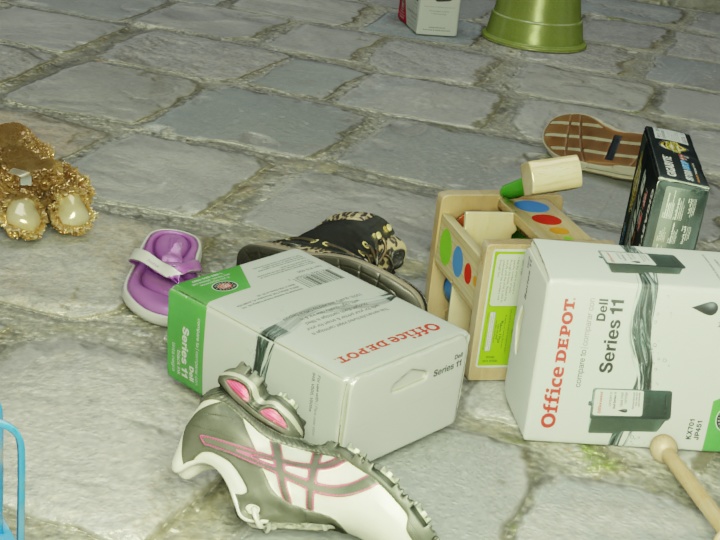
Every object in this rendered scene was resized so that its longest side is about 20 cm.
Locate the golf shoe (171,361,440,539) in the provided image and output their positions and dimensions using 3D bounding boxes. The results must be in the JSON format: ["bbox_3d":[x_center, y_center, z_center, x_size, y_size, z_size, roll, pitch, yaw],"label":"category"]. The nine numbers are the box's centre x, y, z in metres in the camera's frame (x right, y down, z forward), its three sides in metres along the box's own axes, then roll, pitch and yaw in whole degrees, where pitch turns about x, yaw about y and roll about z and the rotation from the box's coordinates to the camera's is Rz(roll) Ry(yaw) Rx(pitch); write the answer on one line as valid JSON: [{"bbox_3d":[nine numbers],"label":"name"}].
[{"bbox_3d":[-0.035,0.151,0.923,0.199,0.077,0.088,33,73,20],"label":"golf shoe"}]

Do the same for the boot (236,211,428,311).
[{"bbox_3d":[0.000,0.000,1.293,0.198,0.074,0.150,12,22,29],"label":"boot"}]

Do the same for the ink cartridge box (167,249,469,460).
[{"bbox_3d":[-0.035,0.066,1.075,0.199,0.084,0.146,25,29,38],"label":"ink cartridge box"}]

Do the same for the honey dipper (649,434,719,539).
[{"bbox_3d":[0.250,0.169,0.987,0.037,0.038,0.200,2,21,-10],"label":"honey dipper"}]

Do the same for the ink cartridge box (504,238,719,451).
[{"bbox_3d":[0.226,0.062,1.098,0.197,0.149,0.083,3,23,-5],"label":"ink cartridge box"}]

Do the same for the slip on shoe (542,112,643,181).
[{"bbox_3d":[0.328,-0.154,1.784,0.198,0.077,0.061,14,-18,40],"label":"slip on shoe"}]

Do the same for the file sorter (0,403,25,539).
[{"bbox_3d":[-0.300,0.113,0.855,0.137,0.124,0.200,-7,26,-29],"label":"file sorter"}]

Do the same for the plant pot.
[{"bbox_3d":[0.332,-0.517,2.500,0.197,0.193,0.200,6,21,-2],"label":"plant pot"}]

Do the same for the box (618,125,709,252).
[{"bbox_3d":[0.257,-0.009,1.206,0.045,0.203,0.159,10,23,4],"label":"box"}]

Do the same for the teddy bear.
[{"bbox_3d":[-0.348,-0.083,1.424,0.144,0.067,0.199,-25,43,-38],"label":"teddy bear"}]

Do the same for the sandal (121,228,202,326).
[{"bbox_3d":[-0.182,-0.005,1.276,0.081,0.050,0.203,1,23,-12],"label":"sandal"}]

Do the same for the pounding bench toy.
[{"bbox_3d":[0.141,-0.028,1.220,0.122,0.203,0.156,0,23,-16],"label":"pounding bench toy"}]

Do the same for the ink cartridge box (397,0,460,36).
[{"bbox_3d":[0.134,-0.548,2.505,0.082,0.203,0.145,1,22,-14],"label":"ink cartridge box"}]
